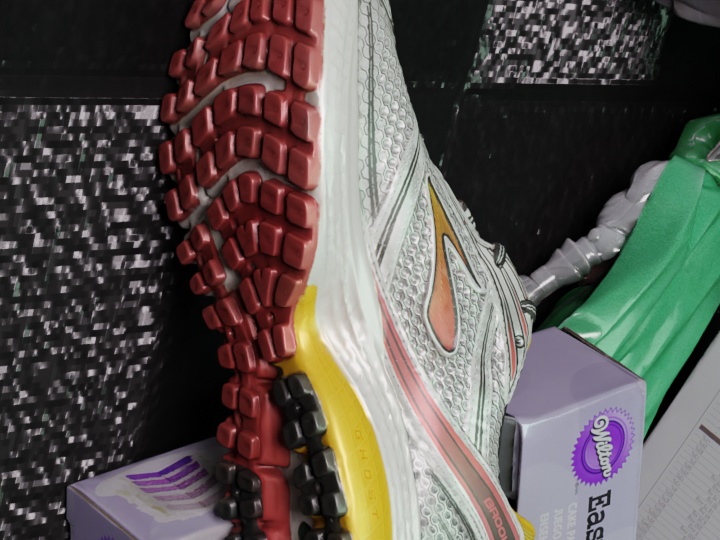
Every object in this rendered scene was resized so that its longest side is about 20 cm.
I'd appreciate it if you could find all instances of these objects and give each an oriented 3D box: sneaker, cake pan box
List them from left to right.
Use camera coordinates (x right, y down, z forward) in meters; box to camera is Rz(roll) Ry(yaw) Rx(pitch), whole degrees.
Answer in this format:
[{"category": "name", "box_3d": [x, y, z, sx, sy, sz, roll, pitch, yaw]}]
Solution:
[{"category": "sneaker", "box_3d": [0.000, 0.000, 0.786, 0.082, 0.078, 0.200, -11, 98, -34]}, {"category": "cake pan box", "box_3d": [0.000, 0.126, 0.884, 0.184, 0.052, 0.200, -16, 121, -35]}]

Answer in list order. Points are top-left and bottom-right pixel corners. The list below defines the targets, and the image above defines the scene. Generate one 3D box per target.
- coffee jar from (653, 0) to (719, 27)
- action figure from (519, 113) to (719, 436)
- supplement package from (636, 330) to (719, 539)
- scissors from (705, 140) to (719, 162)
[{"category": "coffee jar", "box_3d": [0.137, -0.184, 0.921, 0.200, 0.085, 0.104, -59, 139, -15]}, {"category": "action figure", "box_3d": [0.077, 0.028, 0.982, 0.200, 0.055, 0.118, -54, 144, -15]}, {"category": "supplement package", "box_3d": [0.178, 0.061, 1.035, 0.109, 0.114, 0.200, -18, 144, -58]}, {"category": "scissors", "box_3d": [0.184, -0.098, 1.020, 0.200, 0.014, 0.073, -21, 99, -31]}]
